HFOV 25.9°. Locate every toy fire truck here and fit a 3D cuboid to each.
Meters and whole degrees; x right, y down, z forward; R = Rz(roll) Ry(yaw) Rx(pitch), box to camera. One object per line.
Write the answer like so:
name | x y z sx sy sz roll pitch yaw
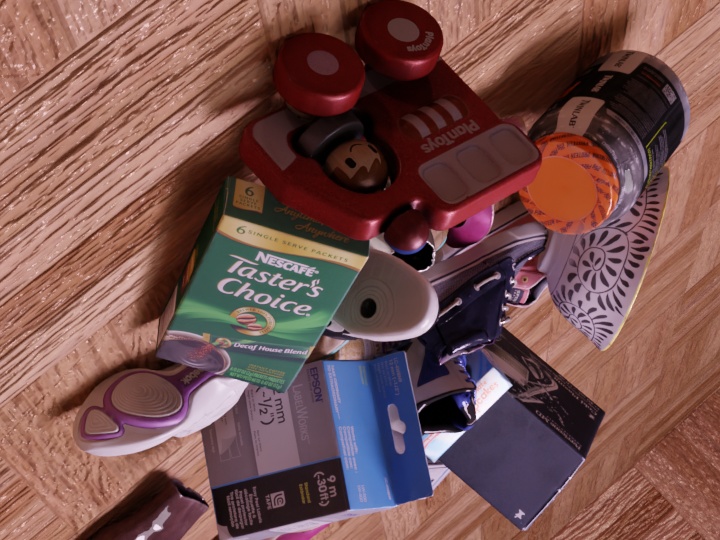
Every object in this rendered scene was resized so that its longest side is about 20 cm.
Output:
toy fire truck | 0.020 -0.094 1.163 0.199 0.168 0.112 -29 155 -35

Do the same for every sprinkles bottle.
sprinkles bottle | -0.001 0.081 1.608 0.068 0.068 0.200 -51 158 19

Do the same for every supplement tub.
supplement tub | 0.232 -0.122 1.510 0.200 0.122 0.123 -45 167 -49

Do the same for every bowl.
bowl | 0.241 -0.027 1.621 0.201 0.094 0.202 20 90 -90

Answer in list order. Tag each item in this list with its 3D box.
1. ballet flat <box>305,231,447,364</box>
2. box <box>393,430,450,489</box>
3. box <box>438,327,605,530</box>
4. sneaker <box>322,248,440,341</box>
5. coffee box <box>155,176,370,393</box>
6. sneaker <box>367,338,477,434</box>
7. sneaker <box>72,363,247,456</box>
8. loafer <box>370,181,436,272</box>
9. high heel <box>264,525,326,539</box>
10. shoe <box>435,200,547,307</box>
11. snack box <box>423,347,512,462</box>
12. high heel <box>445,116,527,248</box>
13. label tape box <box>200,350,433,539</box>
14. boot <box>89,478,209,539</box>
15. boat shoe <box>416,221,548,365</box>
ballet flat | 0.000 0.000 1.474 0.200 0.068 0.072 -41 139 -8
box | 0.025 0.211 1.842 0.060 0.117 0.200 -48 158 12
box | 0.167 0.172 1.846 0.124 0.200 0.197 -52 175 19
sneaker | 0.007 0.026 1.346 0.112 0.199 0.074 21 80 -51
coffee box | -0.081 0.016 1.246 0.122 0.044 0.200 17 139 -15
sneaker | 0.083 0.104 1.576 0.199 0.115 0.081 -46 149 -33
sneaker | -0.167 0.124 1.370 0.199 0.075 0.100 -25 151 -41
loafer | 0.010 -0.046 1.356 0.075 0.070 0.200 -49 148 14
high heel | -0.088 0.319 1.872 0.199 0.067 0.096 -35 147 -8
shoe | 0.137 0.007 1.688 0.199 0.091 0.072 -33 157 -27
snack box | 0.082 0.113 1.690 0.116 0.037 0.200 -46 -156 5
high heel | 0.086 -0.077 1.493 0.095 0.068 0.200 -9 157 -20
label tape box | -0.045 0.163 1.464 0.199 0.144 0.066 -16 164 18
boot | -0.217 0.300 1.621 0.166 0.072 0.200 -40 156 -5
boat shoe | 0.125 0.024 1.558 0.199 0.093 0.075 -24 169 -31
